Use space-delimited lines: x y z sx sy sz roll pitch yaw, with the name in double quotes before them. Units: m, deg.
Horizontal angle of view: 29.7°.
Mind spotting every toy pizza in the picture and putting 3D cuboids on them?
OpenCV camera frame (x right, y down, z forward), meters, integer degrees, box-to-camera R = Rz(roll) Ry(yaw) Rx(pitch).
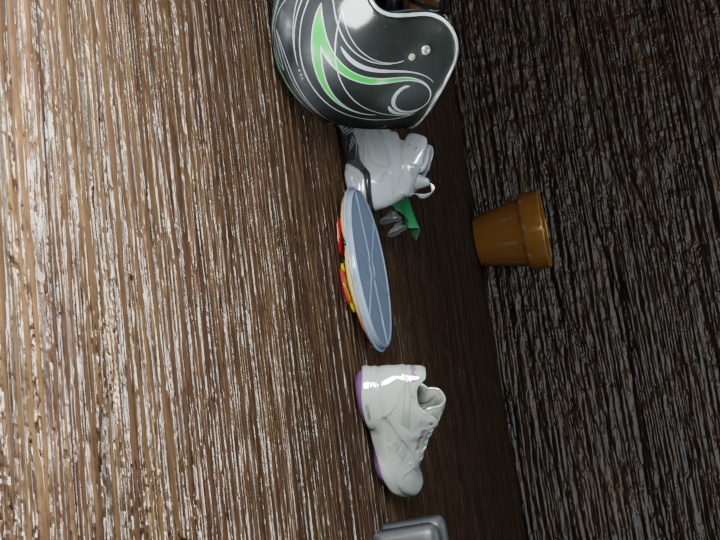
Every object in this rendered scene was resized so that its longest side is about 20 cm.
"toy pizza" 0.000 0.000 1.638 0.200 0.031 0.203 -11 90 -79

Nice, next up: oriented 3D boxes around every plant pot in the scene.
"plant pot" 0.389 -0.092 3.515 0.200 0.180 0.204 -11 90 -79

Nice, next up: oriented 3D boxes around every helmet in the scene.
"helmet" -0.003 -0.253 1.428 0.200 0.188 0.203 -160 -90 -75

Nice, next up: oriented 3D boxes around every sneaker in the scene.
"sneaker" 0.031 -0.176 1.755 0.075 0.113 0.203 31 49 -77
"sneaker" 0.058 0.189 1.578 0.075 0.098 0.202 -92 169 -50

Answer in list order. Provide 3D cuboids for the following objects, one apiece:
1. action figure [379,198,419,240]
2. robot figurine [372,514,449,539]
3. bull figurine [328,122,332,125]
"action figure" 0.029 -0.148 1.892 0.118 0.054 0.203 58 17 -61
"robot figurine" 0.064 0.357 1.382 0.149 0.124 0.203 -10 89 -39
"bull figurine" -0.023 -0.256 1.627 0.121 0.065 0.202 20 -46 63
